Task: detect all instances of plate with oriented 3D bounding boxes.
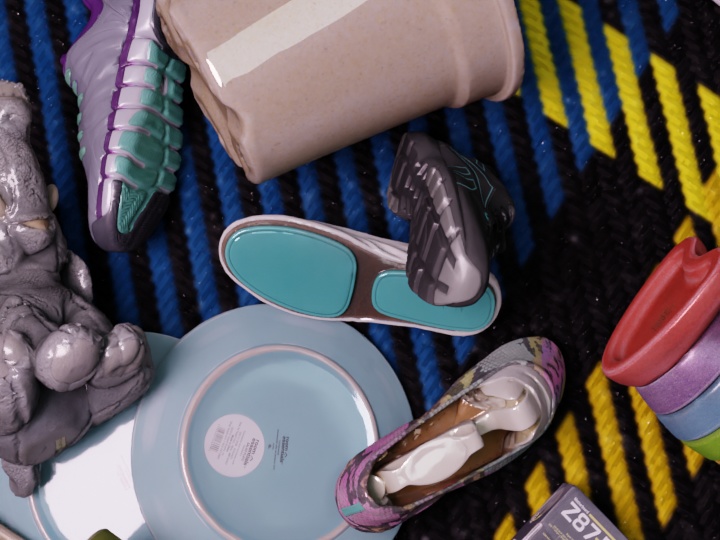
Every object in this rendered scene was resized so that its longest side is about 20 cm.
[{"bbox_3d":[-0.160,0.142,0.848,0.197,0.026,0.204,0,81,0],"label":"plate"},{"bbox_3d":[-0.055,0.121,0.829,0.197,0.026,0.204,3,77,-12],"label":"plate"}]

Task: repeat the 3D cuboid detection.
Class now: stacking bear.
[{"bbox_3d":[0.271,0.087,0.825,0.199,0.121,0.114,39,96,-4],"label":"stacking bear"}]

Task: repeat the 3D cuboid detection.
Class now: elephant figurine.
[{"bbox_3d":[-0.227,0.012,0.806,0.154,0.142,0.201,-33,66,-5],"label":"elephant figurine"}]

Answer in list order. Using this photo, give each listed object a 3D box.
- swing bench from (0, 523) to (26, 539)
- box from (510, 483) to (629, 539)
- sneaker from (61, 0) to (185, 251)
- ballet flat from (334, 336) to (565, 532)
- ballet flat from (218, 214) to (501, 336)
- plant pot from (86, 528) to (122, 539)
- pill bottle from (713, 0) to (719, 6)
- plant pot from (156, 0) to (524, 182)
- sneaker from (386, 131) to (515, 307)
[{"bbox_3d":[-0.286,0.233,0.733,0.128,0.199,0.202,28,87,11],"label":"swing bench"},{"bbox_3d":[0.156,0.271,0.821,0.200,0.049,0.161,44,86,6],"label":"box"},{"bbox_3d":[-0.175,-0.112,0.870,0.086,0.074,0.203,4,76,22],"label":"sneaker"},{"bbox_3d":[0.072,0.107,0.809,0.198,0.071,0.070,-30,91,-22],"label":"ballet flat"},{"bbox_3d":[0.000,0.000,0.853,0.197,0.069,0.071,12,81,-5],"label":"ballet flat"},{"bbox_3d":[-0.115,0.287,0.736,0.198,0.187,0.189,28,82,3],"label":"plant pot"},{"bbox_3d":[0.325,-0.285,0.878,0.111,0.111,0.201,38,82,5],"label":"pill bottle"},{"bbox_3d":[-0.023,-0.158,0.796,0.182,0.201,0.202,-30,83,-9],"label":"plant pot"},{"bbox_3d":[0.069,-0.037,0.806,0.078,0.201,0.076,13,117,-12],"label":"sneaker"}]
